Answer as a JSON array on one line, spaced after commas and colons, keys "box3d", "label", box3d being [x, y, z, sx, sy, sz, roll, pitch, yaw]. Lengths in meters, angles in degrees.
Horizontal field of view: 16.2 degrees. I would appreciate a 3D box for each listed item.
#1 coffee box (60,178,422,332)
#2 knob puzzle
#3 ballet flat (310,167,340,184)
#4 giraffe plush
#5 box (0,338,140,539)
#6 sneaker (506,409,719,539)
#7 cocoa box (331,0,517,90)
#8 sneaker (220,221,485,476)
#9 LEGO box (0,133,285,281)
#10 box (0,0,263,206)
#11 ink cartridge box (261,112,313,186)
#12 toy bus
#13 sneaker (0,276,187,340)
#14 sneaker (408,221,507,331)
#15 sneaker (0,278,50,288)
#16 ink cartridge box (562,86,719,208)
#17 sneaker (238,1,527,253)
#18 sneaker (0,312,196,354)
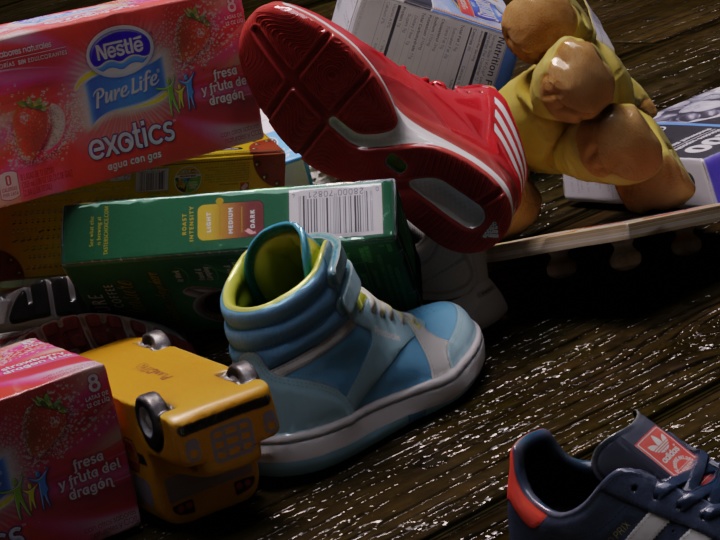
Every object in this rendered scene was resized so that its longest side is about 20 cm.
[{"box3d": [-0.069, -0.007, 1.494, 0.198, 0.044, 0.123, -5, -22, 7], "label": "coffee box"}, {"box3d": [0.156, -0.015, 1.625, 0.218, 0.031, 0.220, -11, 1, 0], "label": "knob puzzle"}, {"box3d": [-0.112, -0.073, 1.981, 0.198, 0.072, 0.072, -8, 15, 15], "label": "ballet flat"}, {"box3d": [0.107, -0.091, 1.697, 0.162, 0.173, 0.200, -34, 24, 12], "label": "giraffe plush"}, {"box3d": [-0.229, 0.114, 1.330, 0.199, 0.096, 0.099, -19, 16, -26], "label": "box"}, {"box3d": [0.146, 0.105, 1.102, 0.199, 0.085, 0.075, -1, 18, 33], "label": "sneaker"}, {"box3d": [0.040, -0.156, 1.964, 0.130, 0.134, 0.200, 16, 14, -6], "label": "cocoa box"}, {"box3d": [-0.003, 0.023, 1.424, 0.079, 0.132, 0.200, -2, 17, 36], "label": "sneaker"}, {"box3d": [-0.166, -0.059, 1.672, 0.198, 0.078, 0.149, -5, 21, -20], "label": "LEGO box"}, {"box3d": [-0.170, -0.105, 1.511, 0.199, 0.095, 0.102, -17, 12, -37], "label": "box"}, {"box3d": [-0.115, -0.102, 1.909, 0.115, 0.068, 0.201, -19, 42, -5], "label": "ink cartridge box"}, {"box3d": [-0.113, 0.084, 1.385, 0.065, 0.079, 0.200, -18, 16, -27], "label": "toy bus"}, {"box3d": [-0.196, 0.040, 1.624, 0.198, 0.079, 0.090, 4, 3, 21], "label": "sneaker"}, {"box3d": [0.000, 0.000, 1.606, 0.199, 0.082, 0.075, -3, 19, 34], "label": "sneaker"}, {"box3d": [-0.145, -0.003, 1.739, 0.199, 0.074, 0.118, -17, 19, -29], "label": "sneaker"}, {"box3d": [0.278, -0.089, 1.790, 0.197, 0.044, 0.199, -22, 20, -35], "label": "ink cartridge box"}, {"box3d": [0.018, -0.098, 1.546, 0.078, 0.200, 0.116, -45, 3, 26], "label": "sneaker"}, {"box3d": [-0.194, 0.062, 1.532, 0.198, 0.078, 0.082, -6, 10, 11], "label": "sneaker"}]
